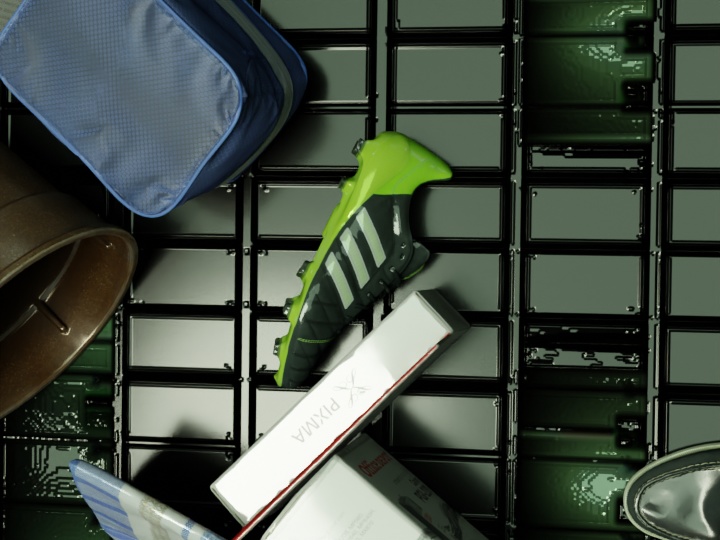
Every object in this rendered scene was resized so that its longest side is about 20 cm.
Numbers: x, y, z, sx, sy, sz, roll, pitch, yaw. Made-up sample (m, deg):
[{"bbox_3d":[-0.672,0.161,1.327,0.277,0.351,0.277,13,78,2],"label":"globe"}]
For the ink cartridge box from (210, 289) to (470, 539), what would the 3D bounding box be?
[{"bbox_3d":[-0.019,0.096,1.004,0.200,0.176,0.045,-44,83,8],"label":"ink cartridge box"}]

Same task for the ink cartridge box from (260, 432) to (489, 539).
[{"bbox_3d":[0.042,0.209,1.010,0.200,0.146,0.085,39,95,7],"label":"ink cartridge box"}]

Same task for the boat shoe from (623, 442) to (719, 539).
[{"bbox_3d":[0.278,0.160,1.006,0.198,0.066,0.075,5,92,10],"label":"boat shoe"}]

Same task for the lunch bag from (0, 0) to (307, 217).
[{"bbox_3d":[-0.147,-0.148,1.048,0.200,0.132,0.136,46,114,5],"label":"lunch bag"}]

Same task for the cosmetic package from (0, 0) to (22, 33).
[{"bbox_3d":[-0.347,-0.229,1.064,0.200,0.166,0.168,-42,84,10],"label":"cosmetic package"}]

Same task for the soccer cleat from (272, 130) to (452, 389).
[{"bbox_3d":[0.000,0.000,1.058,0.081,0.068,0.201,24,95,-4],"label":"soccer cleat"}]

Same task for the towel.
[{"bbox_3d":[-0.110,0.203,1.044,0.199,0.147,0.024,28,69,11],"label":"towel"}]

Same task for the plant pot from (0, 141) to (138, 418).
[{"bbox_3d":[-0.298,-0.019,1.054,0.198,0.200,0.200,43,98,14],"label":"plant pot"}]
